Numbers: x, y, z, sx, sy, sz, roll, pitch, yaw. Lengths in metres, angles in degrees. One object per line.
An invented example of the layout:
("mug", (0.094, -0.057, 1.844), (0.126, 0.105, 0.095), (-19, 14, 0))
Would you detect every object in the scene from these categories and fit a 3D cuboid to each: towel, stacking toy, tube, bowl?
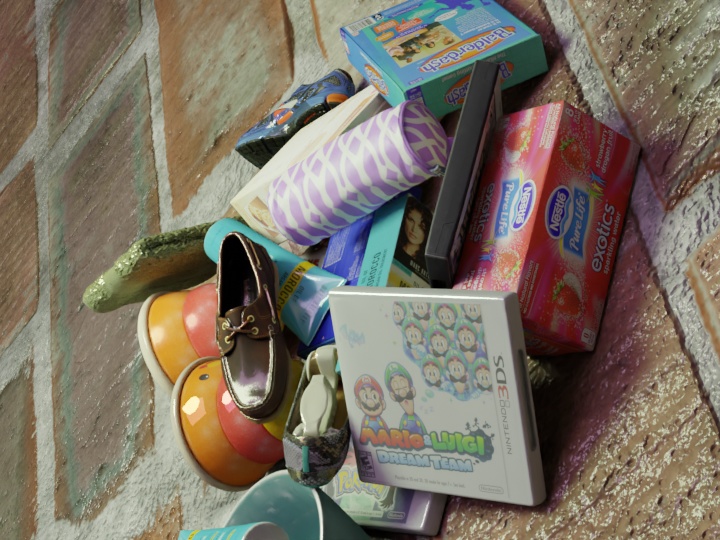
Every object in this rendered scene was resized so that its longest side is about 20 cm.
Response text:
("towel", (-0.210, -0.009, 1.878), (0.148, 0.200, 0.037), (-39, 73, 42))
("stacking toy", (-0.082, 0.134, 1.671), (0.200, 0.146, 0.147), (-24, 48, 35))
("tube", (-0.091, 0.005, 1.720), (0.200, 0.050, 0.078), (33, 97, 44))
("stacking toy", (-0.133, 0.056, 1.813), (0.200, 0.146, 0.146), (-28, 43, 24))
("bowl", (-0.055, 0.297, 1.516), (0.201, 0.105, 0.201), (-37, 39, 38))
("tube", (-0.131, 0.267, 1.502), (0.200, 0.050, 0.078), (-25, 40, 56))

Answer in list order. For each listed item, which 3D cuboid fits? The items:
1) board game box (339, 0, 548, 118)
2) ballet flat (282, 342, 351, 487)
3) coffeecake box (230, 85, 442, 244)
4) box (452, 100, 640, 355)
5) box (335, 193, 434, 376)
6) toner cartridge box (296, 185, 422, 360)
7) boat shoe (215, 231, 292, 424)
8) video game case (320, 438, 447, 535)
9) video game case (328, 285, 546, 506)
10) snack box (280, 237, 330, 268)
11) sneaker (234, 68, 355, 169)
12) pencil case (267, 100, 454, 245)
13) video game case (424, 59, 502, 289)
("board game box", (0.082, -0.227, 1.674), (0.152, 0.045, 0.200), (-23, 31, -8))
("ballet flat", (-0.029, 0.113, 1.523), (0.072, 0.072, 0.201), (-43, 19, 33))
("coffeecake box", (-0.024, -0.122, 1.755), (0.200, 0.073, 0.154), (-27, 17, 48))
("box", (0.161, -0.034, 1.429), (0.095, 0.100, 0.201), (-10, 59, 55))
("box", (0.040, 0.030, 1.559), (0.049, 0.082, 0.200), (-26, 38, 41))
("toner cartridge box", (0.000, 0.000, 1.693), (0.095, 0.043, 0.201), (-26, 40, 50))
("boat shoe", (-0.115, 0.054, 1.631), (0.070, 0.070, 0.201), (-19, 55, 12))
("video game case", (0.031, 0.159, 1.567), (0.200, 0.023, 0.183), (-8, 61, 56))
("video game case", (0.063, 0.105, 1.408), (0.200, 0.024, 0.183), (2, 106, 42))
("snack box", (-0.081, -0.019, 1.877), (0.200, 0.024, 0.072), (-2, 68, 57))
("sneaker", (-0.071, -0.176, 1.949), (0.200, 0.075, 0.079), (-22, 40, 39))
("pencil case", (0.000, -0.093, 1.596), (0.200, 0.085, 0.084), (-25, 67, 34))
("video game case", (0.099, -0.061, 1.496), (0.181, 0.025, 0.201), (76, -153, -64))
